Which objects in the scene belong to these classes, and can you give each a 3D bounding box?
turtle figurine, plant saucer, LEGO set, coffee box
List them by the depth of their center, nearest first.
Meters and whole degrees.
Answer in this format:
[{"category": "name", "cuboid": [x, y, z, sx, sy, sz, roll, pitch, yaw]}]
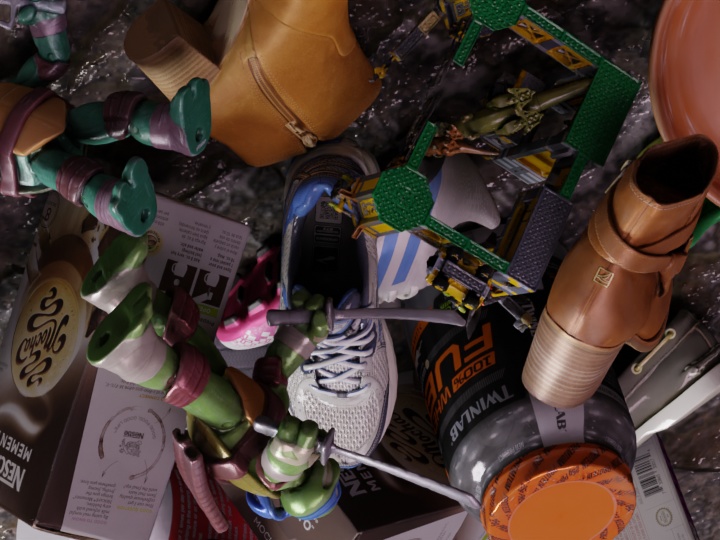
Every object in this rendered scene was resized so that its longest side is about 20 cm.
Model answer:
[{"category": "turtle figurine", "cuboid": [-0.047, 0.048, 1.484, 0.194, 0.145, 0.199, 38, 142, -27]}, {"category": "turtle figurine", "cuboid": [-0.189, -0.086, 1.503, 0.199, 0.151, 0.101, 16, 164, 24]}, {"category": "LEGO set", "cuboid": [0.064, -0.071, 1.577, 0.153, 0.201, 0.116, 22, 167, -20]}, {"category": "coffee box", "cuboid": [-0.152, 0.050, 1.581, 0.079, 0.113, 0.201, 17, 91, -34]}, {"category": "plant saucer", "cuboid": [0.266, -0.124, 1.604, 0.198, 0.037, 0.202, -2, 103, -7]}, {"category": "coffee box", "cuboid": [0.023, 0.135, 1.750, 0.199, 0.113, 0.080, -11, 144, -44]}]

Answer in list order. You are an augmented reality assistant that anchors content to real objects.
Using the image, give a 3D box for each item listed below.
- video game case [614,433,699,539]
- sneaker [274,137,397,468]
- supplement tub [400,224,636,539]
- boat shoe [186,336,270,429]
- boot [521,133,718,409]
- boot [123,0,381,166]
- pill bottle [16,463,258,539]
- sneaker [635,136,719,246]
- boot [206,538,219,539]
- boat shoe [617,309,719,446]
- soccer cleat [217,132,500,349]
[{"category": "video game case", "cuboid": [0.155, 0.227, 1.875, 0.180, 0.201, 0.036, -25, 139, 8]}, {"category": "sneaker", "cuboid": [-0.021, 0.027, 1.602, 0.076, 0.085, 0.202, -4, 105, 4]}, {"category": "supplement tub", "cuboid": [0.102, 0.079, 1.702, 0.122, 0.201, 0.123, -9, 137, -9]}, {"category": "boat shoe", "cuboid": [-0.121, 0.067, 1.729, 0.198, 0.073, 0.071, 1, 158, -20]}, {"category": "boot", "cuboid": [0.168, -0.020, 1.577, 0.073, 0.200, 0.155, 27, 123, 4]}, {"category": "boot", "cuboid": [-0.023, -0.143, 1.539, 0.201, 0.071, 0.144, -32, 142, 20]}, {"category": "pill bottle", "cuboid": [-0.125, 0.186, 1.808, 0.199, 0.113, 0.112, 19, 127, -33]}, {"category": "sneaker", "cuboid": [0.260, -0.080, 1.672, 0.200, 0.084, 0.074, -39, 133, 22]}, {"category": "boot", "cuboid": [-0.027, 0.227, 1.767, 0.162, 0.073, 0.199, -24, 127, -16]}, {"category": "boat shoe", "cuboid": [0.169, 0.103, 1.853, 0.201, 0.060, 0.072, -39, 171, 26]}, {"category": "soccer cleat", "cuboid": [0.000, 0.000, 1.677, 0.200, 0.070, 0.086, -38, 117, 19]}]
